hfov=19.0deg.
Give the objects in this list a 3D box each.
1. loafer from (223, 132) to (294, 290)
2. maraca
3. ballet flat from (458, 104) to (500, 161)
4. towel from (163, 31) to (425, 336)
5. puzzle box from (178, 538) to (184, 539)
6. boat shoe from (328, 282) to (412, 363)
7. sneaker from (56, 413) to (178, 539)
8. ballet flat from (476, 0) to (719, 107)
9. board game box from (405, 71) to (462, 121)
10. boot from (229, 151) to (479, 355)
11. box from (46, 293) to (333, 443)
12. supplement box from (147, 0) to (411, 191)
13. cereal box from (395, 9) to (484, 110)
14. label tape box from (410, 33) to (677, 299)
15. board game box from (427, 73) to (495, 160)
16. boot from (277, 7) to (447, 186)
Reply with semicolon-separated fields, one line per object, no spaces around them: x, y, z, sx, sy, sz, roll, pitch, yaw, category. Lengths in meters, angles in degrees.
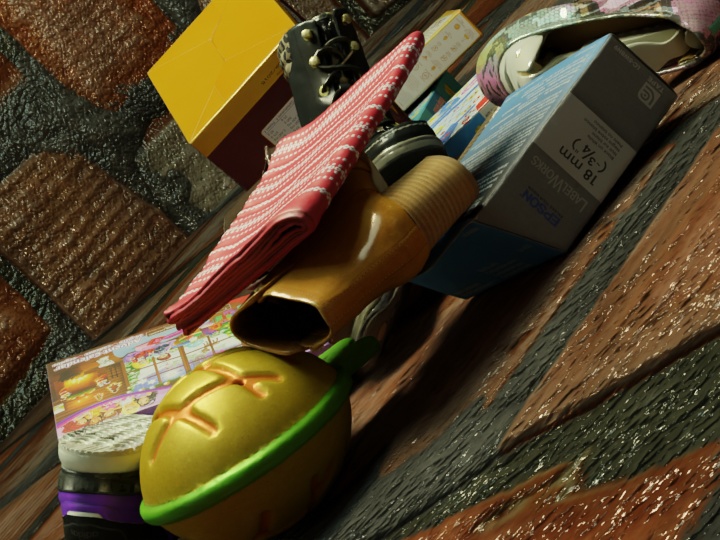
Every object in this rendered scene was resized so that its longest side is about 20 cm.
-0.061;-0.029;1.547;0.071;0.073;0.200;-15;-25;-11;loafer
-0.059;0.093;1.266;0.137;0.107;0.200;-24;12;29;maraca
0.110;-0.092;1.520;0.200;0.067;0.046;-54;17;-18;ballet flat
-0.038;-0.054;1.288;0.145;0.022;0.200;-38;15;42;towel
-0.095;0.149;1.468;0.133;0.025;0.200;-44;8;11;puzzle box
0.000;0.000;1.480;0.200;0.072;0.076;-57;-15;-73;boat shoe
-0.136;0.145;1.347;0.069;0.100;0.200;2;3;20;sneaker
0.150;-0.141;1.414;0.200;0.069;0.071;-14;26;35;ballet flat
0.030;-0.102;2.062;0.151;0.047;0.200;-41;9;22;board game box
-0.027;-0.007;1.275;0.144;0.071;0.201;-41;14;-24;boot
-0.116;0.073;1.500;0.200;0.039;0.137;-19;22;-5;box
-0.055;-0.132;1.880;0.133;0.200;0.197;-47;27;6;supplement box
0.032;-0.176;2.120;0.200;0.040;0.144;-44;7;3;cereal box
0.090;-0.039;1.324;0.200;0.063;0.144;-52;10;-23;label tape box
0.056;-0.070;1.710;0.196;0.056;0.200;-44;8;8;board game box
-0.006;-0.115;1.521;0.073;0.154;0.204;-18;-8;-13;boot
